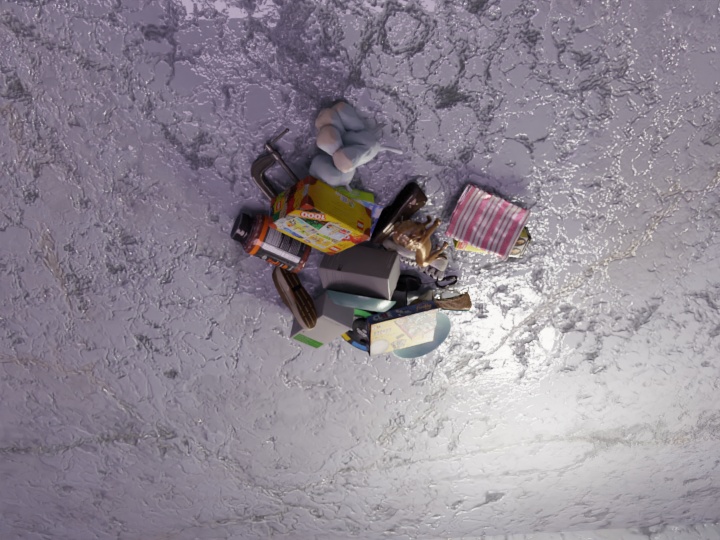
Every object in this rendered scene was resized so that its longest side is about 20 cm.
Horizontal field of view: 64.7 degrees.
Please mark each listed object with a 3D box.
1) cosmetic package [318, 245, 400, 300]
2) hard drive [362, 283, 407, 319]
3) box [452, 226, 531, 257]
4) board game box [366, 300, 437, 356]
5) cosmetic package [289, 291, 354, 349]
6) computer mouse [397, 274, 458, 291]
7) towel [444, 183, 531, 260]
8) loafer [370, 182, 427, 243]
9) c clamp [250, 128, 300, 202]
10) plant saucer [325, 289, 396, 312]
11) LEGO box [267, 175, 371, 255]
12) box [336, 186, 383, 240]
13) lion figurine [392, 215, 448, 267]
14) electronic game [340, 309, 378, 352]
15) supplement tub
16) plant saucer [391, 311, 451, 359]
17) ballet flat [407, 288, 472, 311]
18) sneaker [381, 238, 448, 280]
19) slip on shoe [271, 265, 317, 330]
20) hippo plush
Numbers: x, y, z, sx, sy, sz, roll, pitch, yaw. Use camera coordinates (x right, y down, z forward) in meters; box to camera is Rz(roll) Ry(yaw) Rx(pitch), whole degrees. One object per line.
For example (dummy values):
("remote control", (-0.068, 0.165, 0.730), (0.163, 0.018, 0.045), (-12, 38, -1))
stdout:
("cosmetic package", (0.000, 0.000, 1.511), (0.196, 0.108, 0.091), (6, 136, 18))
("hard drive", (0.071, 0.112, 1.683), (0.137, 0.033, 0.202), (9, 136, 15))
("box", (0.353, -0.088, 1.530), (0.196, 0.051, 0.076), (8, 133, -11))
("board game box", (0.115, 0.163, 1.597), (0.196, 0.035, 0.137), (-12, 134, -14))
("cosmetic package", (-0.113, 0.149, 1.667), (0.106, 0.086, 0.199), (25, 144, -23))
("computer mouse", (0.182, 0.028, 1.625), (0.196, 0.034, 0.059), (-3, 133, 12))
("towel", (0.328, -0.122, 1.461), (0.197, 0.030, 0.148), (21, 104, -15))
("loafer", (0.099, -0.132, 1.455), (0.070, 0.074, 0.200), (28, 126, -25))
("c clamp", (-0.179, -0.215, 1.357), (0.169, 0.027, 0.201), (-20, 118, 33))
("plant saucer", (-0.001, 0.084, 1.542), (0.196, 0.200, 0.037), (11, 89, -13))
("LEGO box", (-0.093, -0.124, 1.333), (0.198, 0.078, 0.148), (24, 148, -37))
("box", (-0.054, -0.154, 1.443), (0.197, 0.048, 0.123), (13, 131, -14))
("lion figurine", (0.158, -0.062, 1.450), (0.122, 0.072, 0.201), (-43, 129, -15))
("electronic game", (0.010, 0.178, 1.721), (0.197, 0.042, 0.202), (17, 138, 16))
("supplement tub", (-0.231, -0.077, 1.465), (0.198, 0.108, 0.107), (24, 128, -23))
("plant saucer", (0.174, 0.183, 1.695), (0.198, 0.039, 0.203), (-13, 134, -14))
("ballet flat", (0.230, 0.087, 1.682), (0.196, 0.071, 0.067), (-2, 95, 5))
("sneaker", (0.150, -0.048, 1.551), (0.198, 0.075, 0.082), (25, 96, -14))
("slip on shoe", (-0.188, 0.077, 1.578), (0.060, 0.076, 0.202), (-32, 86, 39))
("hippo plush", (-0.047, -0.274, 1.297), (0.198, 0.161, 0.160), (-25, 171, -40))
